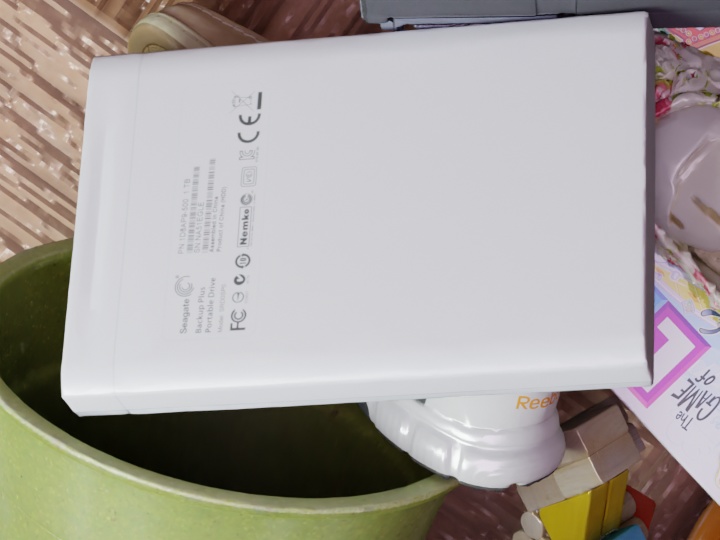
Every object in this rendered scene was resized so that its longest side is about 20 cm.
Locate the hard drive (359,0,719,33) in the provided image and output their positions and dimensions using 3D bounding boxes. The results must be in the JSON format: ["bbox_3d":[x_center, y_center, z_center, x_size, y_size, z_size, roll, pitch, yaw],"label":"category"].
[{"bbox_3d":[0.069,-0.182,1.041,0.139,0.038,0.201,0,69,5],"label":"hard drive"}]

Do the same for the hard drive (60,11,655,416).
[{"bbox_3d":[0.001,-0.019,1.001,0.199,0.027,0.133,-4,64,14],"label":"hard drive"}]

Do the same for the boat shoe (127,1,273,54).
[{"bbox_3d":[0.004,-0.045,1.117,0.199,0.072,0.065,34,66,-3],"label":"boat shoe"}]

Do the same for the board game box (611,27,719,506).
[{"bbox_3d":[0.122,-0.021,1.069,0.134,0.034,0.200,-44,94,4],"label":"board game box"}]

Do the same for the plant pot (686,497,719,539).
[{"bbox_3d":[0.243,0.150,1.081,0.200,0.200,0.184,-34,112,10],"label":"plant pot"}]

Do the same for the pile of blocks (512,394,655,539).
[{"bbox_3d":[0.092,0.128,1.116,0.082,0.062,0.201,37,136,29],"label":"pile of blocks"}]

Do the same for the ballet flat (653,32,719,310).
[{"bbox_3d":[0.147,-0.009,1.021,0.200,0.064,0.076,44,93,-3],"label":"ballet flat"}]

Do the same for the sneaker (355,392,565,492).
[{"bbox_3d":[0.000,0.000,1.064,0.199,0.074,0.080,28,121,31],"label":"sneaker"}]

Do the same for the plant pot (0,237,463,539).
[{"bbox_3d":[-0.066,0.115,1.107,0.199,0.200,0.191,14,116,2],"label":"plant pot"}]
